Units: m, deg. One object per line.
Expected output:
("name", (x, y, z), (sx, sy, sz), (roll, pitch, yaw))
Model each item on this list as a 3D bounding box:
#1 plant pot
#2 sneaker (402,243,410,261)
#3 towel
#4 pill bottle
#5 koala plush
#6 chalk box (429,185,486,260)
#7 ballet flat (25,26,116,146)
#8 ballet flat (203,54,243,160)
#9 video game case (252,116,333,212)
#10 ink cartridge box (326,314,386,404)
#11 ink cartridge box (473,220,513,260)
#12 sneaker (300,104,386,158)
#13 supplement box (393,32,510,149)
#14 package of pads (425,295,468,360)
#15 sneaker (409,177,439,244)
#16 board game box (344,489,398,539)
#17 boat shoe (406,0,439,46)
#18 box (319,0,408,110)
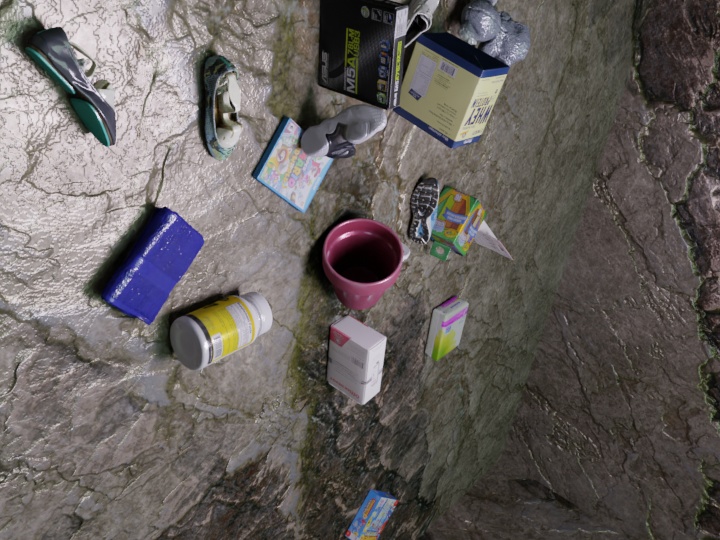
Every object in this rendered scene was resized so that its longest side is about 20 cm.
("plant pot", (0.000, 0.000, 1.747), (0.200, 0.199, 0.180), (-45, 161, -28))
("sneaker", (0.061, -0.012, 1.946), (0.200, 0.073, 0.112), (-29, 156, -57))
("towel", (-0.381, -0.010, 1.276), (0.201, 0.049, 0.148), (-57, 156, -11))
("pill bottle", (-0.287, 0.120, 1.451), (0.199, 0.114, 0.116), (-25, 133, -47))
("koala plush", (0.329, -0.626, 1.791), (0.199, 0.183, 0.179), (30, 87, -48))
("chalk box", (0.277, -0.131, 2.119), (0.202, 0.124, 0.124), (-61, 150, -5))
("ballet flat", (-0.402, -0.270, 1.016), (0.073, 0.073, 0.201), (-51, 146, -19))
("ballet flat", (-0.244, -0.282, 1.251), (0.074, 0.074, 0.202), (-36, 141, -38))
("video game case", (-0.142, -0.224, 1.503), (0.144, 0.018, 0.200), (-62, 150, -3))
("ink cartridge box", (-0.014, 0.250, 1.940), (0.082, 0.146, 0.202), (-30, 138, -42))
("ink cartridge box", (0.420, -0.116, 2.301), (0.045, 0.175, 0.200), (-60, 150, -3))
("sneaker", (-0.021, -0.290, 1.464), (0.113, 0.198, 0.077), (-6, 81, -64))
("supplement box", (0.217, -0.440, 1.685), (0.134, 0.199, 0.201), (-23, 143, -47))
("package of pads", (0.310, 0.204, 2.486), (0.154, 0.068, 0.202), (-26, 134, -45))
("sneaker", (0.189, -0.182, 2.018), (0.090, 0.077, 0.202), (-53, 157, -55))
("board game box", (0.046, 0.951, 2.669), (0.197, 0.055, 0.200), (-60, 150, -7))
("boat shoe", (0.133, -0.581, 1.603), (0.200, 0.065, 0.072), (-46, 146, -27))
("box", (0.001, -0.444, 1.381), (0.047, 0.192, 0.202), (-35, 141, -42))
